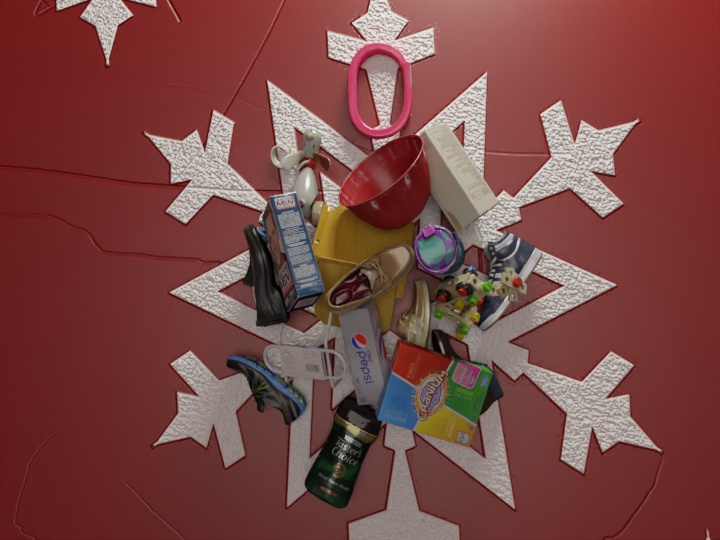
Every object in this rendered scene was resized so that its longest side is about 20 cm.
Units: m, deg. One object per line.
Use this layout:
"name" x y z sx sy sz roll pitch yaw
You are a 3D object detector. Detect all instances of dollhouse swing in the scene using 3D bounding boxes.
"dollhouse swing" 0.000 0.000 1.223 0.192 0.178 0.186 10 54 4

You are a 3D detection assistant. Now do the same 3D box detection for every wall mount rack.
"wall mount rack" -0.106 0.145 1.185 0.193 0.074 0.180 2 109 25

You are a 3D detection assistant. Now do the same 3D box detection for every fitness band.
"fitness band" 0.042 -0.384 1.252 0.138 0.037 0.209 -1 87 7

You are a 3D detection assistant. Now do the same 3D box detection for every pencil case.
"pencil case" 0.159 -0.039 1.145 0.082 0.200 0.096 -13 86 13

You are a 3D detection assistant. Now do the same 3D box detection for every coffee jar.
"coffee jar" -0.032 0.369 1.197 0.102 0.085 0.206 24 89 4

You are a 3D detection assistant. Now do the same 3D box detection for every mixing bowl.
"mixing bowl" 0.063 -0.154 1.134 0.198 0.201 0.109 -38 117 2

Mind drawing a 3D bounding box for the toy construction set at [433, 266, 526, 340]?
"toy construction set" 0.218 0.056 1.122 0.130 0.094 0.199 39 135 -15

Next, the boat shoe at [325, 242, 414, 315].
"boat shoe" 0.019 0.017 1.087 0.198 0.066 0.075 -37 85 -1

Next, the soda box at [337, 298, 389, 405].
"soda box" 0.012 0.162 1.168 0.066 0.064 0.207 -8 106 18

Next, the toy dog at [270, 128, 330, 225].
"toy dog" -0.120 -0.195 1.222 0.127 0.096 0.208 -14 87 3

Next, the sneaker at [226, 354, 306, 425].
"sneaker" -0.205 0.247 1.221 0.197 0.071 0.084 38 86 3

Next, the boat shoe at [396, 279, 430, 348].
"boat shoe" 0.106 0.122 1.198 0.064 0.074 0.208 4 88 0

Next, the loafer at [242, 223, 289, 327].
"loafer" -0.202 0.013 1.155 0.070 0.073 0.207 -18 90 -1

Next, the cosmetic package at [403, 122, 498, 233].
"cosmetic package" 0.186 -0.190 1.191 0.071 0.104 0.204 -36 84 42

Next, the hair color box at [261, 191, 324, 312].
"hair color box" -0.134 -0.035 1.135 0.059 0.100 0.207 -11 75 -24

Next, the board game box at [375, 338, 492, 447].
"board game box" 0.142 0.239 1.138 0.193 0.040 0.158 17 93 -8

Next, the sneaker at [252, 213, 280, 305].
"sneaker" -0.161 -0.016 1.225 0.110 0.081 0.208 2 86 6

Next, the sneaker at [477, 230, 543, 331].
"sneaker" 0.276 0.016 1.200 0.107 0.070 0.202 36 88 5

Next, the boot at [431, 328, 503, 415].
"boot" 0.218 0.198 1.202 0.094 0.075 0.206 -24 96 -7
